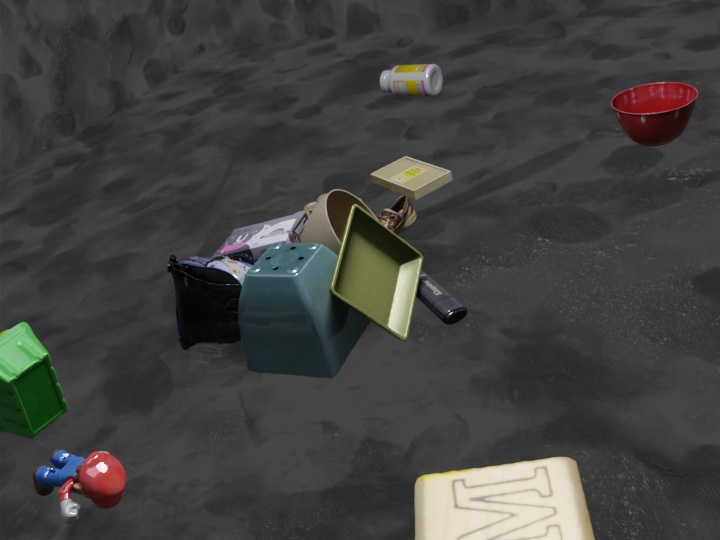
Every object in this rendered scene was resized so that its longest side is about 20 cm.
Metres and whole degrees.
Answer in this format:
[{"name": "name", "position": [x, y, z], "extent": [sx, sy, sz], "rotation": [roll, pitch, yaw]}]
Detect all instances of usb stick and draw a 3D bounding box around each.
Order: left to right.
[{"name": "usb stick", "position": [0.144, 0.050, 1.614], "extent": [0.055, 0.033, 0.200], "rotation": [-23, 30, -13]}]

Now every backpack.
[{"name": "backpack", "position": [-0.276, 0.062, 1.652], "extent": [0.189, 0.202, 0.154], "rotation": [9, 22, 36]}]

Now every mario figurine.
[{"name": "mario figurine", "position": [-0.453, 0.356, 1.350], "extent": [0.199, 0.106, 0.124], "rotation": [-3, 66, 41]}]

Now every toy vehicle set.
[{"name": "toy vehicle set", "position": [0.131, -0.244, 2.135], "extent": [0.124, 0.027, 0.200], "rotation": [-28, 32, -22]}]

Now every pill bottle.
[{"name": "pill bottle", "position": [0.165, -0.627, 2.704], "extent": [0.199, 0.105, 0.104], "rotation": [9, 37, 35]}]

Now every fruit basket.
[{"name": "fruit basket", "position": [-0.669, 0.195, 1.572], "extent": [0.215, 0.217, 0.155], "rotation": [10, 38, 38]}]

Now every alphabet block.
[{"name": "alphabet block", "position": [0.169, 0.355, 0.912], "extent": [0.195, 0.196, 0.200], "rotation": [-8, 31, 8]}]

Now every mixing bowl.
[{"name": "mixing bowl", "position": [0.718, -0.372, 1.996], "extent": [0.199, 0.109, 0.201], "rotation": [-11, 29, 6]}]

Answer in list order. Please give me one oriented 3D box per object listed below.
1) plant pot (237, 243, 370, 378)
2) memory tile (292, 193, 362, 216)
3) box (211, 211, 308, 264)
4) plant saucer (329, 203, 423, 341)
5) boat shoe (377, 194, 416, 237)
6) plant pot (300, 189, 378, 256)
[{"name": "plant pot", "position": [-0.118, 0.059, 1.550], "extent": [0.194, 0.201, 0.197], "rotation": [2, 33, 26]}, {"name": "memory tile", "position": [-0.101, -0.139, 2.075], "extent": [0.153, 0.017, 0.200], "rotation": [13, 41, 41]}, {"name": "box", "position": [-0.205, -0.035, 1.810], "extent": [0.199, 0.115, 0.132], "rotation": [-13, 27, 27]}, {"name": "plant saucer", "position": [0.022, 0.010, 1.546], "extent": [0.048, 0.199, 0.201], "rotation": [-21, 44, 43]}, {"name": "boat shoe", "position": [0.063, -0.110, 1.888], "extent": [0.072, 0.072, 0.200], "rotation": [8, 37, 36]}, {"name": "plant pot", "position": [-0.047, -0.046, 1.672], "extent": [0.134, 0.200, 0.201], "rotation": [-34, 19, 29]}]
